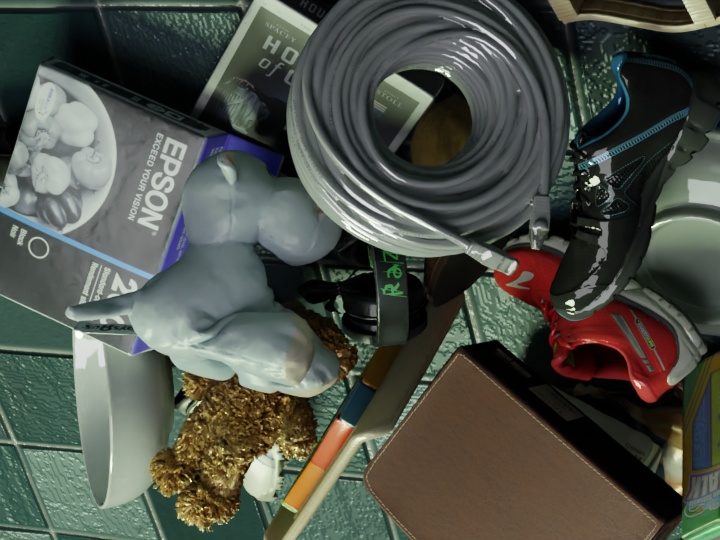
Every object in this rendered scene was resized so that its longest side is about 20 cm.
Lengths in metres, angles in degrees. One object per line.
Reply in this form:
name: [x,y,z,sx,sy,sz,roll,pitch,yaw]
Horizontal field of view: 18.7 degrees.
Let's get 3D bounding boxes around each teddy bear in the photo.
teddy bear: [-0.093,0.112,1.734,0.200,0.145,0.067,-40,129,15]

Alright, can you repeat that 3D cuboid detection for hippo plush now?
hippo plush: [-0.096,-0.004,1.634,0.200,0.161,0.159,16,170,0]

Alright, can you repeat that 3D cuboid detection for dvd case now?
dvd case: [-0.040,-0.123,1.639,0.150,0.025,0.200,31,146,-4]

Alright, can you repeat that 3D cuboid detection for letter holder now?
letter holder: [0.121,0.171,1.643,0.200,0.101,0.142,40,104,14]

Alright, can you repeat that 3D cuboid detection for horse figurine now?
horse figurine: [0.246,0.135,1.750,0.132,0.050,0.200,10,137,27]

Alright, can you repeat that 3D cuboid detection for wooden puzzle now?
wooden puzzle: [-0.003,0.114,1.748,0.037,0.185,0.200,36,136,-3]

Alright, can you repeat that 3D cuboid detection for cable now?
cable: [0.048,-0.109,1.520,0.200,0.200,0.069,17,170,-7]

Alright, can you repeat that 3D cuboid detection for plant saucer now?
plant saucer: [0.254,-0.015,1.606,0.200,0.050,0.200,13,134,14]

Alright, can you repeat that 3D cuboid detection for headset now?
headset: [0.000,0.000,1.665,0.094,0.124,0.200,-6,174,-3]

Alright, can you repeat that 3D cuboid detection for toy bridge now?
toy bridge: [0.224,-0.196,1.468,0.200,0.027,0.067,-11,127,32]

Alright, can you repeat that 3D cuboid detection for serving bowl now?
serving bowl: [-0.197,0.098,1.843,0.066,0.200,0.200,-5,137,-14]

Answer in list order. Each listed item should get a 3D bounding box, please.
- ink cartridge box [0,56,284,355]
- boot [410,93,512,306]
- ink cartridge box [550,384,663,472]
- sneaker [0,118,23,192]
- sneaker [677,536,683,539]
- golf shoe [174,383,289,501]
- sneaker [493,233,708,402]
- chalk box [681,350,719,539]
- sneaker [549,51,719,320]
ink cartridge box: [-0.184,-0.039,1.704,0.200,0.043,0.198,23,112,5]
boot: [0.072,-0.054,1.658,0.075,0.074,0.200,42,145,25]
ink cartridge box: [0.151,0.191,1.788,0.148,0.086,0.200,27,147,16]
sneaker: [-0.295,-0.079,1.794,0.200,0.070,0.078,-17,112,32]
sneaker: [0.355,0.235,1.784,0.200,0.074,0.084,9,123,14]
golf shoe: [-0.112,0.116,1.858,0.097,0.078,0.200,-8,124,-7]
sneaker: [0.163,0.037,1.631,0.200,0.085,0.077,28,160,43]
chalk box: [0.321,0.155,1.608,0.124,0.200,0.124,28,138,-28]
sneaker: [0.173,-0.061,1.536,0.082,0.073,0.200,21,103,-18]
